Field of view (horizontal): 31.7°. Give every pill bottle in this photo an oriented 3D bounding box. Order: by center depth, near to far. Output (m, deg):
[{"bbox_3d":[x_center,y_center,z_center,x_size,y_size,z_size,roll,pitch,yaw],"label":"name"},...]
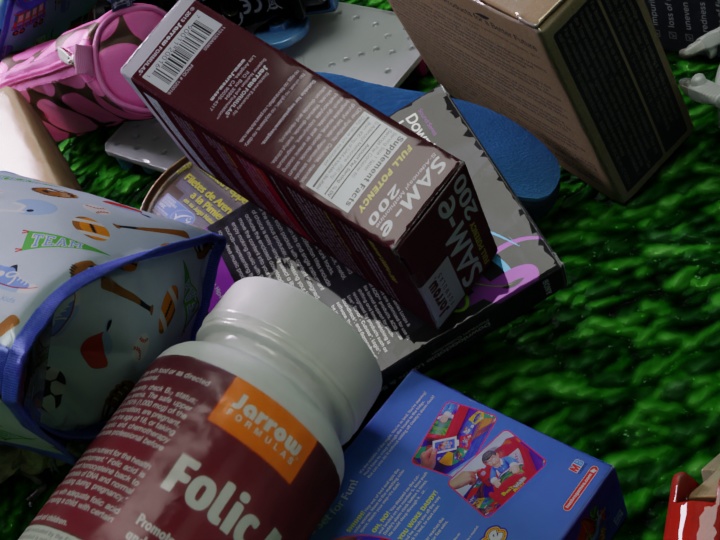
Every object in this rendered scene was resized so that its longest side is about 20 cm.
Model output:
[{"bbox_3d":[-0.078,0.108,0.609,0.113,0.115,0.201,14,55,33],"label":"pill bottle"}]

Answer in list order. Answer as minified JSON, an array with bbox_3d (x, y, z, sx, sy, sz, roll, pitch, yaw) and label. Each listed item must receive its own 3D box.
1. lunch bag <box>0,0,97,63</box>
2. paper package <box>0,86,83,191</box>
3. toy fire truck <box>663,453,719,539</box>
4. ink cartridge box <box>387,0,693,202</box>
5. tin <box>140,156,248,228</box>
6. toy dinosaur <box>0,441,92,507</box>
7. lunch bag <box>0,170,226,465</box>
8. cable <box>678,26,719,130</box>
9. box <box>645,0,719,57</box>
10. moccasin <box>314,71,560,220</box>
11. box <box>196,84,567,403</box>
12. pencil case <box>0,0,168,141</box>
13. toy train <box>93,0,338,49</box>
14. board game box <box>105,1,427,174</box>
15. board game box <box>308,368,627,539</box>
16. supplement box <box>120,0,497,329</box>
[{"bbox_3d":[-0.247,-0.261,1.006,0.094,0.200,0.150,45,47,2],"label":"lunch bag"},{"bbox_3d":[-0.273,-0.004,0.874,0.190,0.104,0.200,-32,45,-6],"label":"paper package"},{"bbox_3d":[0.204,0.131,0.540,0.174,0.129,0.202,2,60,25],"label":"toy fire truck"},{"bbox_3d":[0.100,-0.154,0.801,0.075,0.165,0.200,-43,46,-5],"label":"ink cartridge box"},{"bbox_3d":[-0.061,-0.008,0.809,0.112,0.042,0.200,-48,56,-6],"label":"tin"},{"bbox_3d":[-0.145,0.098,0.729,0.088,0.048,0.199,33,37,24],"label":"toy dinosaur"},{"bbox_3d":[-0.190,0.022,0.652,0.168,0.125,0.200,13,10,16],"label":"lunch bag"},{"bbox_3d":[0.308,-0.097,0.730,0.198,0.070,0.201,-27,45,-3],"label":"cable"},{"bbox_3d":[0.180,-0.265,0.849,0.195,0.201,0.124,14,53,33],"label":"box"},{"bbox_3d":[0.037,-0.074,0.824,0.199,0.069,0.081,24,49,23],"label":"moccasin"},{"bbox_3d":[0.000,0.000,0.735,0.199,0.036,0.144,-31,62,3],"label":"box"},{"bbox_3d":[-0.205,-0.144,0.940,0.093,0.092,0.199,-18,7,-35],"label":"pencil case"},{"bbox_3d":[-0.111,-0.224,0.989,0.198,0.087,0.115,-5,41,20],"label":"toy train"},{"bbox_3d":[-0.063,-0.130,0.955,0.199,0.026,0.200,18,58,36],"label":"board game box"},{"bbox_3d":[0.022,0.157,0.632,0.134,0.045,0.200,23,61,38],"label":"board game box"},{"bbox_3d":[-0.027,-0.059,0.688,0.199,0.109,0.061,35,80,26],"label":"supplement box"}]
